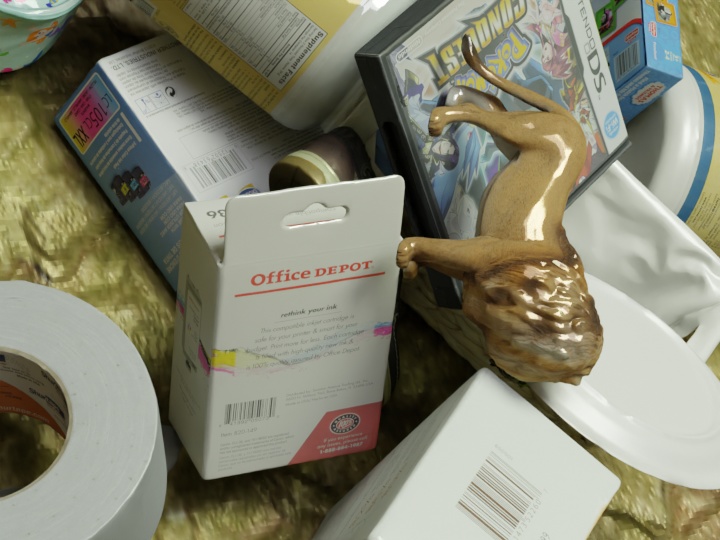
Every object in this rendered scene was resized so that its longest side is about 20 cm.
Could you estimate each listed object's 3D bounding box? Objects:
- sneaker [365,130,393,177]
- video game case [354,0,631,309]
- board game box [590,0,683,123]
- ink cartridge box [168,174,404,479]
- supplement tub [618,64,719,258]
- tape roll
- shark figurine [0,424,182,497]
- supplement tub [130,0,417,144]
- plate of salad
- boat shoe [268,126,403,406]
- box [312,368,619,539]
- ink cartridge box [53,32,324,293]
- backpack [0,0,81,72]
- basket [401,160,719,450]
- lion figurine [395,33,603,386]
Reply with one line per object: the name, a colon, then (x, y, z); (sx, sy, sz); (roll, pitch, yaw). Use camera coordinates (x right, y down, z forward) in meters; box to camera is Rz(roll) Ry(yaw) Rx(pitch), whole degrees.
sneaker: (0.023, -0.118, 1.724); (0.077, 0.076, 0.200); (18, 55, -16)
video game case: (0.088, -0.105, 1.558); (0.200, 0.025, 0.181); (-43, 126, -37)
board game box: (0.168, -0.190, 1.786); (0.037, 0.151, 0.200); (15, 58, -26)
ink cartridge box: (-0.044, 0.019, 1.469); (0.116, 0.200, 0.068); (-8, 38, -22)
supplement tub: (0.265, -0.061, 1.792); (0.200, 0.145, 0.145); (15, 54, -27)
tape roll: (-0.209, 0.103, 1.388); (0.200, 0.066, 0.201); (0, 53, 0)
shark figurine: (-0.139, 0.173, 1.434); (0.128, 0.090, 0.215); (6, 57, -28)
supplement tub: (-0.045, -0.181, 1.577); (0.200, 0.145, 0.146); (39, 49, -5)
plate of salad: (0.152, 0.067, 1.528); (0.200, 0.048, 0.200); (28, 29, -17)
boat shoe: (-0.001, -0.001, 1.569); (0.066, 0.201, 0.072); (-39, 43, -27)
box: (0.033, 0.179, 1.450); (0.106, 0.200, 0.152); (39, 49, -3)
ink cartridge box: (-0.083, -0.059, 1.620); (0.136, 0.076, 0.200); (-28, 77, -41)
backpack: (-0.253, -0.231, 1.583); (0.200, 0.151, 0.178); (35, 47, -14)
basket: (0.135, 0.011, 1.682); (0.200, 0.123, 0.136); (42, 49, -1)
lion figurine: (0.093, -0.036, 1.441); (0.122, 0.072, 0.201); (10, 76, 9)
